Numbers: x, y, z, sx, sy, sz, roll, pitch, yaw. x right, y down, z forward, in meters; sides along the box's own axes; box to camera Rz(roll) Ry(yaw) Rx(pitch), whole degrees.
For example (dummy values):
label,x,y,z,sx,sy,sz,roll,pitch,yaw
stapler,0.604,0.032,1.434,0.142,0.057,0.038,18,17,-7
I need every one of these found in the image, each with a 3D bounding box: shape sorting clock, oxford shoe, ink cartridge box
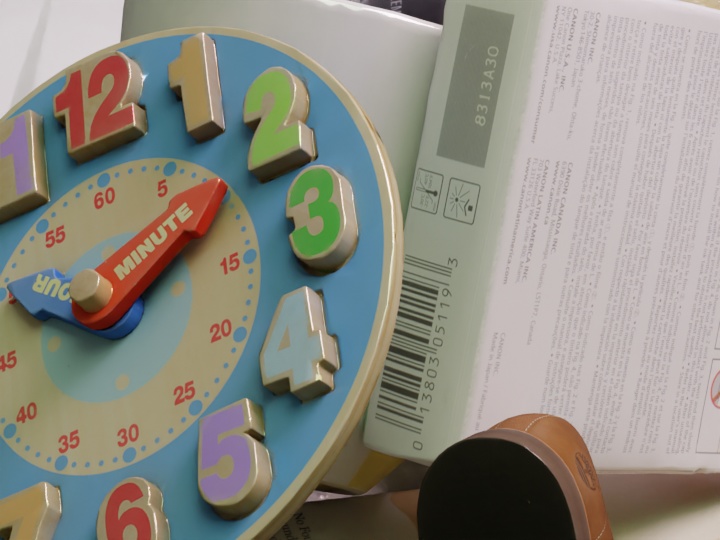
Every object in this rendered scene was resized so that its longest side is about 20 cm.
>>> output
label,x,y,z,sx,sy,sz,roll,pitch,yaw
shape sorting clock,-0.075,0.014,0.934,0.199,0.039,0.201,-18,54,26
oxford shoe,0.063,0.142,0.950,0.071,0.201,0.071,3,12,23
ink cartridge box,0.096,-0.012,1.022,0.050,0.162,0.200,16,8,41

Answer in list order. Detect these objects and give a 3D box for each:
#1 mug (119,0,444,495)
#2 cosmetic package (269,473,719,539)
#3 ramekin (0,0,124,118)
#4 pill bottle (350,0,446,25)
label,x,y,z,sx,sy,sz,roll,pitch,yaw
mug,-0.006,-0.002,1.027,0.186,0.149,0.154,12,83,5
cosmetic package,0.061,0.129,1.043,0.199,0.071,0.105,-6,40,-20
ramekin,-0.096,-0.029,1.183,0.202,0.094,0.203,7,39,-6
pill bottle,0.055,-0.151,1.359,0.199,0.106,0.106,-14,45,-28
